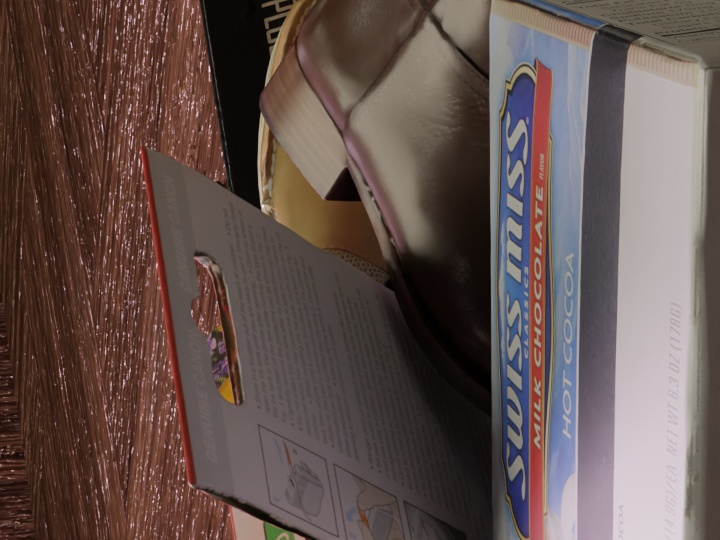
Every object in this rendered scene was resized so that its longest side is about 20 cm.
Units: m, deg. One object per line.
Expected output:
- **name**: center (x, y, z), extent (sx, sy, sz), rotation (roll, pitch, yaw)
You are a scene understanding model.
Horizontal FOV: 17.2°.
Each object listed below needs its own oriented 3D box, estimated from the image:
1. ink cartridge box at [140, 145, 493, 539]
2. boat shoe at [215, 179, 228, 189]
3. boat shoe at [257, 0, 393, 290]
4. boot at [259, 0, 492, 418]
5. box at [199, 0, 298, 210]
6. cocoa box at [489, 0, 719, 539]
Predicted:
- **ink cartridge box**: center (0.004, 0.060, 0.622), extent (0.050, 0.200, 0.109), rotation (-35, 45, 25)
- **boat shoe**: center (0.008, 0.020, 0.998), extent (0.200, 0.068, 0.072), rotation (52, -175, 30)
- **boat shoe**: center (0.000, 0.000, 0.747), extent (0.076, 0.071, 0.201), rotation (33, -131, -73)
- **boot**: center (0.073, -0.066, 0.599), extent (0.186, 0.064, 0.200), rotation (47, 121, 22)
- **box**: center (0.004, -0.067, 0.902), extent (0.164, 0.086, 0.200), rotation (58, -160, -61)
- **cocoa box**: center (0.107, 0.039, 0.523), extent (0.131, 0.133, 0.201), rotation (-140, 47, -71)
